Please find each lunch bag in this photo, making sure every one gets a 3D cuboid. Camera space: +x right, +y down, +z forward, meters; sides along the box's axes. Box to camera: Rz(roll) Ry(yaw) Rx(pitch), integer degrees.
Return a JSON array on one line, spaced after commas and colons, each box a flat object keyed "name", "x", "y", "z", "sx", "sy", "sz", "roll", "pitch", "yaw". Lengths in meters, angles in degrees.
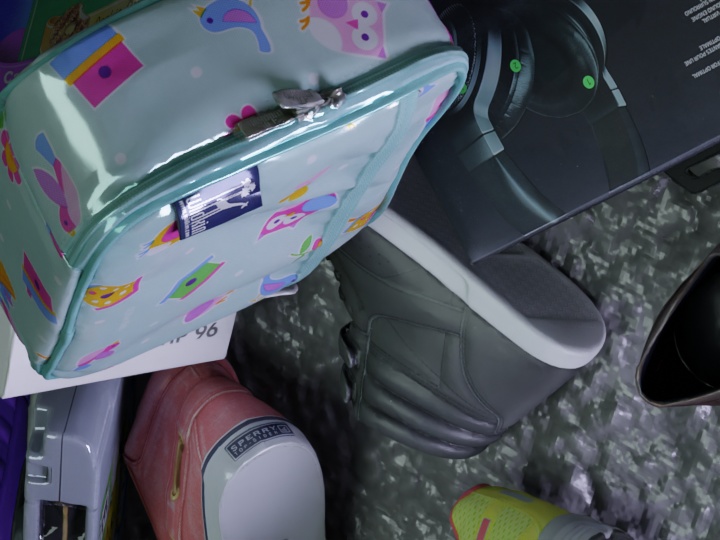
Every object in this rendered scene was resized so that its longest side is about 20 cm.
[{"name": "lunch bag", "x": -0.050, "y": -0.038, "z": 0.747, "sx": 0.077, "sy": 0.160, "sz": 0.200, "roll": 63, "pitch": 158, "yaw": 10}]

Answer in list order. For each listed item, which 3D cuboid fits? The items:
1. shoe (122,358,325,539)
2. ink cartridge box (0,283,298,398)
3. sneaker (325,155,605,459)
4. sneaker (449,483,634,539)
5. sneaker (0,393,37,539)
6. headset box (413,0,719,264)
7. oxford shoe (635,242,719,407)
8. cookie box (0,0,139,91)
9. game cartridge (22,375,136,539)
[{"name": "shoe", "x": -0.060, "y": 0.132, "z": 1.001, "sx": 0.091, "sy": 0.071, "sz": 0.201, "roll": 45, "pitch": 145, "yaw": 45}, {"name": "ink cartridge box", "x": -0.129, "y": -0.011, "z": 0.929, "sx": 0.200, "sy": 0.116, "sz": 0.068, "roll": 43, "pitch": 130, "yaw": 40}, {"name": "sneaker", "x": 0.000, "y": 0.000, "z": 0.893, "sx": 0.200, "sy": 0.071, "sz": 0.099, "roll": 42, "pitch": 123, "yaw": 13}, {"name": "sneaker", "x": 0.059, "y": 0.178, "z": 0.923, "sx": 0.090, "sy": 0.078, "sz": 0.201, "roll": 31, "pitch": 118, "yaw": 35}, {"name": "sneaker", "x": -0.204, "y": 0.059, "z": 1.047, "sx": 0.069, "sy": 0.099, "sz": 0.201, "roll": -3, "pitch": 93, "yaw": 39}, {"name": "headset box", "x": 0.083, "y": -0.120, "z": 0.767, "sx": 0.174, "sy": 0.093, "sz": 0.201, "roll": -29, "pitch": 88, "yaw": 41}, {"name": "oxford shoe", "x": 0.173, "y": -0.010, "z": 0.752, "sx": 0.071, "sy": 0.072, "sz": 0.200, "roll": 50, "pitch": 130, "yaw": 13}, {"name": "cookie box", "x": -0.119, "y": -0.150, "z": 0.866, "sx": 0.075, "sy": 0.171, "sz": 0.201, "roll": 35, "pitch": 126, "yaw": 20}, {"name": "game cartridge", "x": -0.132, "y": 0.110, "z": 1.003, "sx": 0.040, "sy": 0.134, "sz": 0.201, "roll": 6, "pitch": 127, "yaw": -4}]
